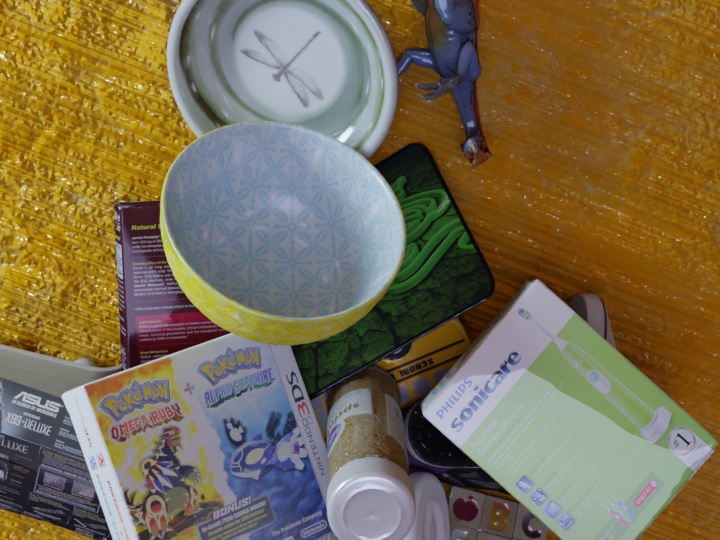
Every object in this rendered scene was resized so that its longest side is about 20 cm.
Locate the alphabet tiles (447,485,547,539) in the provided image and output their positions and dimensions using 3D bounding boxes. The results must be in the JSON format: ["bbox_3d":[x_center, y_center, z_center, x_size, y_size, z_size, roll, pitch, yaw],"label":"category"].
[{"bbox_3d":[0.109,0.306,1.383,0.165,0.006,0.202,15,76,-10],"label":"alphabet tiles"}]

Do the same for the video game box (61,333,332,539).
[{"bbox_3d":[-0.118,0.151,1.215,0.047,0.199,0.184,-26,84,51],"label":"video game box"}]

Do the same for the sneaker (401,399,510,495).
[{"bbox_3d":[0.106,0.163,1.372,0.198,0.087,0.077,20,66,-25],"label":"sneaker"}]

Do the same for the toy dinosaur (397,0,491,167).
[{"bbox_3d":[0.085,-0.185,1.256,0.200,0.105,0.182,-40,123,-1],"label":"toy dinosaur"}]

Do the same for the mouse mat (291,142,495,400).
[{"bbox_3d":[0.000,0.000,1.298,0.199,0.008,0.162,-29,66,7],"label":"mouse mat"}]

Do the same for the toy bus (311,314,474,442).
[{"bbox_3d":[0.003,0.089,1.344,0.198,0.065,0.079,-24,108,7],"label":"toy bus"}]

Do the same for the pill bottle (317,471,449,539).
[{"bbox_3d":[-0.028,0.232,1.345,0.198,0.111,0.112,-2,108,21],"label":"pill bottle"}]

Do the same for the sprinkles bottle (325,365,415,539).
[{"bbox_3d":[0.005,0.146,1.222,0.067,0.200,0.069,-1,111,-2],"label":"sprinkles bottle"}]

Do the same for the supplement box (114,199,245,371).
[{"bbox_3d":[-0.152,0.041,1.303,0.108,0.061,0.203,-3,96,-15],"label":"supplement box"}]

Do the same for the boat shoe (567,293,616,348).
[{"bbox_3d":[0.221,0.123,1.339,0.085,0.075,0.205,3,84,-17],"label":"boat shoe"}]

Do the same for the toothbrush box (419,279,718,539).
[{"bbox_3d":[0.169,0.127,1.258,0.200,0.086,0.146,41,90,0],"label":"toothbrush box"}]

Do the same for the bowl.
[{"bbox_3d":[-0.071,-0.011,1.223,0.198,0.201,0.108,17,139,-5],"label":"bowl"}]

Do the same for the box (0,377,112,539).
[{"bbox_3d":[-0.251,0.165,1.281,0.198,0.050,0.158,19,146,-5],"label":"box"}]

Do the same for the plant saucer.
[{"bbox_3d":[-0.060,-0.169,1.259,0.198,0.050,0.202,8,122,12],"label":"plant saucer"}]

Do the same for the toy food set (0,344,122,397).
[{"bbox_3d":[-0.309,0.118,1.363,0.198,0.061,0.145,14,117,-3],"label":"toy food set"}]

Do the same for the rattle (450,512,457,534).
[{"bbox_3d":[0.033,0.327,1.378,0.130,0.143,0.201,32,110,5],"label":"rattle"}]
